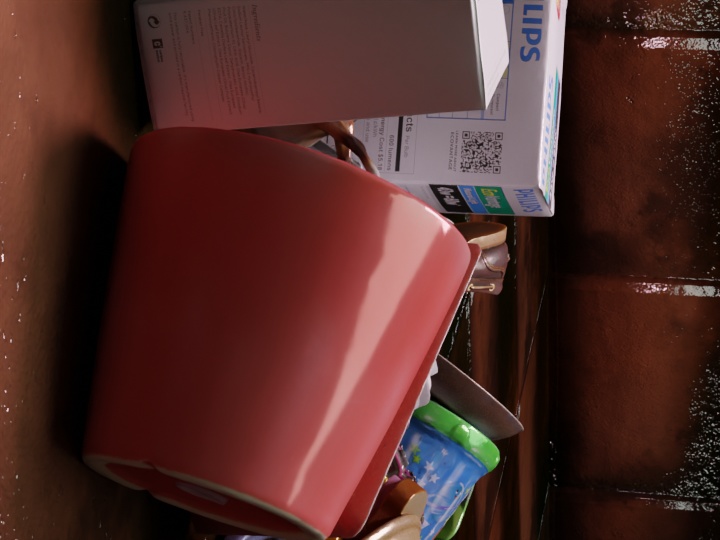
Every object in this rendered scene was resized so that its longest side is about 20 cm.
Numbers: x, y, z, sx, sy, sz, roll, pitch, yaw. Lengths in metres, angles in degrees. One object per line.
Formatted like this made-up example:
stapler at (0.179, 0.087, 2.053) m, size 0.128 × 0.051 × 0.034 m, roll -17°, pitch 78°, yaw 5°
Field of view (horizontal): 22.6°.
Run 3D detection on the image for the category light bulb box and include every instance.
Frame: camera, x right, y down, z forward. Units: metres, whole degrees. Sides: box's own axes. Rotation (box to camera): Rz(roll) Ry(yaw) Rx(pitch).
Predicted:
light bulb box at (0.061, -0.153, 1.459) m, size 0.125 × 0.198 × 0.200 m, roll 37°, pitch 57°, yaw -76°

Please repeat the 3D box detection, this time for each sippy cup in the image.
sippy cup at (0.032, 0.180, 1.558) m, size 0.131 × 0.177 × 0.140 m, roll -59°, pitch -165°, yaw -12°

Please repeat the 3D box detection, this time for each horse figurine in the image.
horse figurine at (-0.039, -0.080, 1.171) m, size 0.050 × 0.200 × 0.134 m, roll -7°, pitch 73°, yaw -39°

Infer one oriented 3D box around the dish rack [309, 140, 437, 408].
dish rack at (0.000, 0.000, 1.314) m, size 0.172 × 0.043 × 0.201 m, roll 40°, pitch -32°, yaw 59°

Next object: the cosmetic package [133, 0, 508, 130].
cosmetic package at (-0.019, -0.139, 1.051) m, size 0.108 × 0.198 × 0.086 m, roll -58°, pitch 143°, yaw -65°

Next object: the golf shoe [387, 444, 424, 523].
golf shoe at (-0.019, 0.121, 1.440) m, size 0.073 × 0.091 × 0.201 m, roll 68°, pitch 3°, yaw -84°

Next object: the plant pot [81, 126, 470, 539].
plant pot at (-0.059, 0.043, 0.987) m, size 0.201 × 0.199 × 0.179 m, roll 60°, pitch 46°, yaw -69°

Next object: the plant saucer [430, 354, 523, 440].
plant saucer at (0.054, 0.092, 1.582) m, size 0.032 × 0.200 × 0.200 m, roll -53°, pitch 162°, yaw -7°

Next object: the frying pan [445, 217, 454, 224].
frying pan at (0.045, -0.030, 1.610) m, size 0.191 × 0.114 × 0.031 m, roll 96°, pitch -26°, yaw -45°

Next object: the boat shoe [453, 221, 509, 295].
boat shoe at (0.050, 0.004, 1.560) m, size 0.199 × 0.070 × 0.071 m, roll -7°, pitch 108°, yaw -34°

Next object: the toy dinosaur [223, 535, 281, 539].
toy dinosaur at (-0.050, 0.171, 1.293) m, size 0.182 × 0.104 × 0.201 m, roll -56°, pitch 166°, yaw -30°

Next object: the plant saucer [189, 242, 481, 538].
plant saucer at (-0.029, 0.069, 1.132) m, size 0.037 × 0.199 × 0.201 m, roll 36°, pitch 66°, yaw -25°

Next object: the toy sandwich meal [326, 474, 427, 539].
toy sandwich meal at (-0.036, 0.204, 1.151) m, size 0.205 × 0.070 × 0.205 m, roll -41°, pitch 162°, yaw -16°
